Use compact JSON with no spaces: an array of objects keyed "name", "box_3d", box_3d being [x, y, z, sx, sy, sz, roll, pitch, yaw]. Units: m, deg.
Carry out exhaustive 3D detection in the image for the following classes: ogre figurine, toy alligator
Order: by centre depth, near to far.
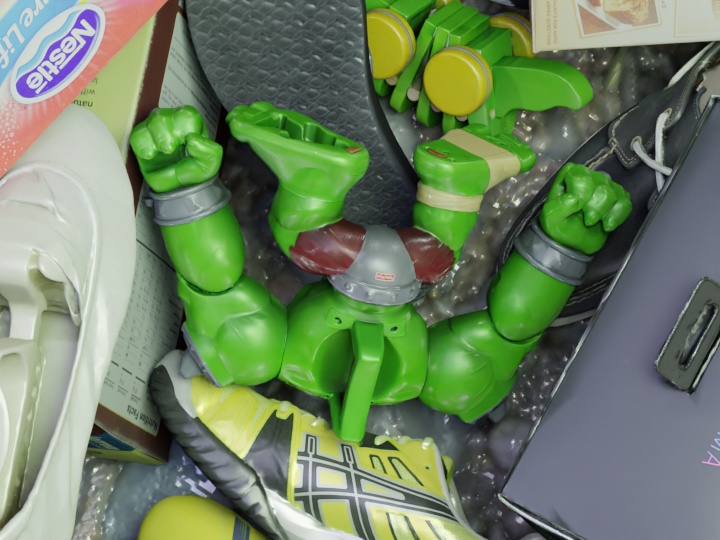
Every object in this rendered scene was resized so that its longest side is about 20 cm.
[{"name":"ogre figurine","box_3d":[0.000,0.000,1.027,0.098,0.199,0.120,45,128,56]},{"name":"toy alligator","box_3d":[0.011,-0.103,1.113,0.199,0.059,0.054,27,124,18]}]

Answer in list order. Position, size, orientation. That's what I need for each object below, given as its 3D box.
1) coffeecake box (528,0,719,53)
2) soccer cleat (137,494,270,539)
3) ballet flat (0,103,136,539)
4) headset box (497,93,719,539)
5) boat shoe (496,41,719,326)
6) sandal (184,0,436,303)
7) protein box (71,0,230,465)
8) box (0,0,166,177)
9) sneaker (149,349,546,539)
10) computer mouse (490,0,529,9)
[{"name":"coffeecake box","box_3d":[0.166,-0.174,1.033,0.199,0.073,0.154,-3,48,3]},{"name":"soccer cleat","box_3d":[-0.048,0.175,1.031,0.065,0.084,0.201,-36,63,17]},{"name":"ballet flat","box_3d":[-0.130,0.025,0.965,0.069,0.069,0.201,4,77,14]},{"name":"headset box","box_3d":[0.144,0.048,0.965,0.092,0.200,0.175,28,85,18]},{"name":"boat shoe","box_3d":[0.137,-0.053,1.062,0.200,0.068,0.072,-37,73,4]},{"name":"sandal","box_3d":[-0.021,-0.076,1.073,0.076,0.043,0.201,-16,113,9]},{"name":"protein box","box_3d":[-0.176,-0.034,1.094,0.197,0.135,0.201,7,78,14]},{"name":"box","box_3d":[-0.154,-0.119,0.974,0.200,0.103,0.095,-46,47,-3]},{"name":"sneaker","box_3d":[-0.003,0.095,1.059,0.200,0.075,0.077,38,86,8]},{"name":"computer mouse","box_3d":[0.054,-0.182,1.129,0.199,0.046,0.141,14,60,12]}]
